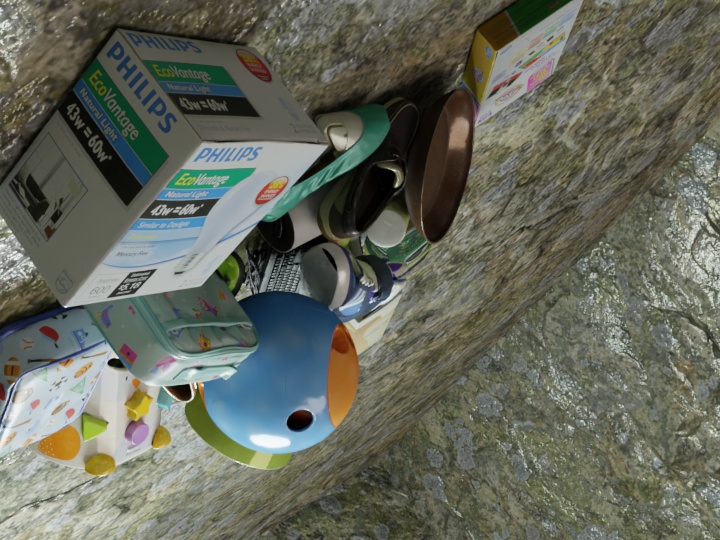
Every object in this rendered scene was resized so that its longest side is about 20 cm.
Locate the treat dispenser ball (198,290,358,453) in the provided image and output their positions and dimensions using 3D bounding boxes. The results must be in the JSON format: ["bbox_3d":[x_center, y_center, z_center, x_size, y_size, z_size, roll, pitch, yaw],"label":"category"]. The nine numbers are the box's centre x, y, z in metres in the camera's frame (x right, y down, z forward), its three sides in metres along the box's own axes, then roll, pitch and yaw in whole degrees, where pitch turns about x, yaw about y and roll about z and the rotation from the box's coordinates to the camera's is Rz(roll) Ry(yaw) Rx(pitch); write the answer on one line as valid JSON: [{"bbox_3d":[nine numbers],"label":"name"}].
[{"bbox_3d":[-0.101,0.125,1.400,0.201,0.201,0.201,-36,165,-11],"label":"treat dispenser ball"}]

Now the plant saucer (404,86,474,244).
[{"bbox_3d":[0.097,-0.134,1.424,0.200,0.037,0.201,14,90,-72],"label":"plant saucer"}]

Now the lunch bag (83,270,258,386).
[{"bbox_3d":[-0.200,0.049,1.232,0.077,0.160,0.200,-44,164,19],"label":"lunch bag"}]

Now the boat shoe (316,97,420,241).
[{"bbox_3d":[0.025,-0.116,1.320,0.073,0.065,0.200,44,66,-41],"label":"boat shoe"}]

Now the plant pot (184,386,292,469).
[{"bbox_3d":[-0.146,0.170,1.753,0.200,0.187,0.187,-60,159,17],"label":"plant pot"}]

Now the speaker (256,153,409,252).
[{"bbox_3d":[-0.032,-0.096,1.370,0.200,0.081,0.081,-30,163,-33],"label":"speaker"}]

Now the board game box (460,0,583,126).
[{"bbox_3d":[0.204,-0.283,1.471,0.153,0.040,0.200,-35,165,-16],"label":"board game box"}]

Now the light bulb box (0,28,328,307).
[{"bbox_3d":[-0.169,-0.087,0.975,0.200,0.125,0.198,-45,164,25],"label":"light bulb box"}]

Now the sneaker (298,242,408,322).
[{"bbox_3d":[0.000,0.000,1.481,0.146,0.081,0.200,-25,160,-22],"label":"sneaker"}]

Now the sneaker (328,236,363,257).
[{"bbox_3d":[-0.048,-0.040,1.536,0.090,0.078,0.200,-27,157,-15],"label":"sneaker"}]

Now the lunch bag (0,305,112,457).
[{"bbox_3d":[-0.354,0.121,1.245,0.160,0.076,0.200,-27,160,-48],"label":"lunch bag"}]

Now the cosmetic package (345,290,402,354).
[{"bbox_3d":[-0.002,0.081,1.987,0.105,0.071,0.200,-34,164,-21],"label":"cosmetic package"}]

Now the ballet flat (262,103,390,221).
[{"bbox_3d":[-0.048,-0.132,1.263,0.200,0.067,0.070,-39,151,-10],"label":"ballet flat"}]

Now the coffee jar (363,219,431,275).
[{"bbox_3d":[0.059,-0.062,1.682,0.104,0.085,0.200,-39,165,-14],"label":"coffee jar"}]

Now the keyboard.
[{"bbox_3d":[-0.108,0.013,1.501,0.104,0.040,0.200,1,151,-13],"label":"keyboard"}]

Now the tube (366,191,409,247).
[{"bbox_3d":[0.043,-0.086,1.483,0.200,0.058,0.052,-76,-171,-68],"label":"tube"}]

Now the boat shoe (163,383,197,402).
[{"bbox_3d":[-0.236,0.098,1.375,0.071,0.065,0.200,-4,150,14],"label":"boat shoe"}]

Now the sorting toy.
[{"bbox_3d":[-0.308,0.152,1.457,0.200,0.107,0.180,-23,139,-48],"label":"sorting toy"}]

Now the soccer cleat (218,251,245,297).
[{"bbox_3d":[-0.184,0.021,1.399,0.081,0.068,0.200,-39,175,-40],"label":"soccer cleat"}]
